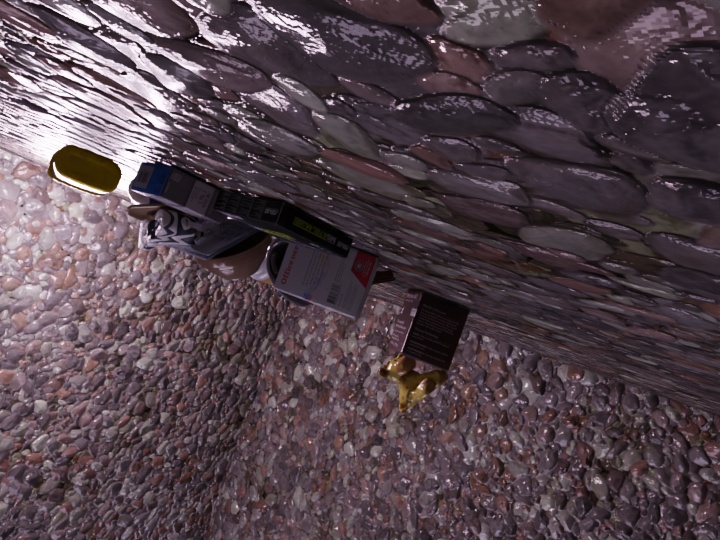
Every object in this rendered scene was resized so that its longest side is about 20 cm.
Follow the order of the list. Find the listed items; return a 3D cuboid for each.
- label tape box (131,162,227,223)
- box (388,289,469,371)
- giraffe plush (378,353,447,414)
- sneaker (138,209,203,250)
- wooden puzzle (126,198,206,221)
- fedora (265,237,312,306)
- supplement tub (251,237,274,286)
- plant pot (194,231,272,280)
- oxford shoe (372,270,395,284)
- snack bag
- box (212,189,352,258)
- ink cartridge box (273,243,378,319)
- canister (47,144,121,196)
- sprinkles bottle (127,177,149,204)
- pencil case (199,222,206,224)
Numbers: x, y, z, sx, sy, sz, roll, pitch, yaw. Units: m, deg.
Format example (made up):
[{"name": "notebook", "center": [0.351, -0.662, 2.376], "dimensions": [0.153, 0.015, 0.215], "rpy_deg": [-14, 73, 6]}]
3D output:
[{"name": "label tape box", "center": [-0.327, -0.142, 1.097], "dimensions": [0.143, 0.064, 0.199], "rpy_deg": [17, 174, 46]}, {"name": "box", "center": [0.208, 0.181, 1.713], "dimensions": [0.163, 0.202, 0.166], "rpy_deg": [21, 175, -11]}, {"name": "giraffe plush", "center": [0.155, 0.341, 1.770], "dimensions": [0.163, 0.200, 0.172], "rpy_deg": [53, -162, 13]}, {"name": "sneaker", "center": [-0.456, -0.090, 1.351], "dimensions": [0.129, 0.080, 0.198], "rpy_deg": [10, 155, -38]}, {"name": "wooden puzzle", "center": [-0.447, -0.154, 1.369], "dimensions": [0.198, 0.047, 0.185], "rpy_deg": [-6, 174, 3]}, {"name": "fedora", "center": [-0.157, -0.009, 1.474], "dimensions": [0.199, 0.178, 0.090], "rpy_deg": [35, -151, 17]}, {"name": "supplement tub", "center": [-0.280, -0.026, 1.793], "dimensions": [0.144, 0.146, 0.199], "rpy_deg": [17, 175, 38]}, {"name": "plant pot", "center": [-0.316, -0.039, 1.412], "dimensions": [0.198, 0.094, 0.201], "rpy_deg": [-10, -151, 5]}, {"name": "oxford shoe", "center": [0.000, 0.000, 1.391], "dimensions": [0.198, 0.072, 0.071], "rpy_deg": [5, 177, -25]}, {"name": "snack bag", "center": [-0.373, -0.092, 1.412], "dimensions": [0.199, 0.188, 0.022], "rpy_deg": [15, 129, 40]}, {"name": "box", "center": [-0.145, -0.087, 1.042], "dimensions": [0.199, 0.048, 0.192], "rpy_deg": [16, 176, 41]}, {"name": "ink cartridge box", "center": [-0.075, 0.010, 1.268], "dimensions": [0.198, 0.147, 0.145], "rpy_deg": [21, 176, 5]}, {"name": "canister", "center": [-0.661, -0.238, 1.325], "dimensions": [0.148, 0.087, 0.199], "rpy_deg": [22, 174, -32]}, {"name": "sprinkles bottle", "center": [-0.564, -0.203, 1.429], "dimensions": [0.068, 0.069, 0.200], "rpy_deg": [22, 176, -22]}, {"name": "pencil case", "center": [-0.511, -0.162, 1.604], "dimensions": [0.086, 0.079, 0.200], "rpy_deg": [-9, 174, 1]}]
